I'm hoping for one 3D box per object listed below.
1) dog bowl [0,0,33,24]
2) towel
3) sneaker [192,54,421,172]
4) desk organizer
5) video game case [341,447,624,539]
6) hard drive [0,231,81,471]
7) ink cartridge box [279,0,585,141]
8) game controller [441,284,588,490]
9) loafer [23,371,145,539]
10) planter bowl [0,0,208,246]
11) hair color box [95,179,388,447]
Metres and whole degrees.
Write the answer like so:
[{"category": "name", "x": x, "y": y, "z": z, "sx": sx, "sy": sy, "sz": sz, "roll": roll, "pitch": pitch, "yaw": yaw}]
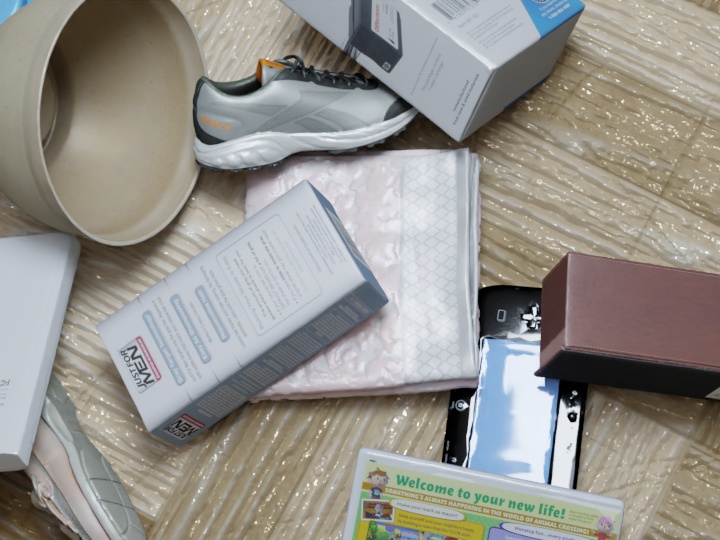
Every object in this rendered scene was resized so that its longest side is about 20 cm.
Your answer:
[{"category": "dog bowl", "x": -0.324, "y": -0.175, "z": 1.505, "sx": 0.111, "sy": 0.050, "sz": 0.201, "roll": 21, "pitch": 74, "yaw": 9}, {"category": "towel", "x": 0.000, "y": 0.000, "z": 1.430, "sx": 0.189, "sy": 0.032, "sz": 0.202, "roll": -3, "pitch": 69, "yaw": 10}, {"category": "sneaker", "x": -0.037, "y": -0.134, "z": 1.447, "sx": 0.198, "sy": 0.074, "sz": 0.080, "roll": -12, "pitch": 111, "yaw": -11}, {"category": "desk organizer", "x": 0.236, "y": 0.046, "z": 1.373, "sx": 0.198, "sy": 0.072, "sz": 0.078, "roll": 8, "pitch": 69, "yaw": -9}, {"category": "video game case", "x": 0.079, "y": 0.238, "z": 1.339, "sx": 0.198, "sy": 0.022, "sz": 0.184, "roll": 11, "pitch": 89, "yaw": 6}, {"category": "hard drive", "x": -0.292, "y": 0.062, "z": 1.387, "sx": 0.131, "sy": 0.026, "sz": 0.201, "roll": -6, "pitch": 51, "yaw": 17}, {"category": "ink cartridge box", "x": 0.053, "y": -0.214, "z": 1.455, "sx": 0.200, "sy": 0.084, "sz": 0.145, "roll": 39, "pitch": 45, "yaw": 14}, {"category": "game controller", "x": 0.118, "y": 0.109, "z": 1.395, "sx": 0.103, "sy": 0.042, "sz": 0.202, "roll": 7, "pitch": 71, "yaw": 4}, {"category": "loafer", "x": -0.230, "y": 0.150, "z": 1.388, "sx": 0.063, "sy": 0.072, "sz": 0.201, "roll": -37, "pitch": 67, "yaw": 7}, {"category": "planter bowl", "x": -0.228, "y": -0.126, "z": 1.425, "sx": 0.134, "sy": 0.200, "sz": 0.202, "roll": 8, "pitch": 69, "yaw": 33}, {"category": "hair color box", "x": -0.090, "y": 0.033, "z": 1.388, "sx": 0.199, "sy": 0.061, "sz": 0.099, "roll": -34, "pitch": 65, "yaw": 6}]
